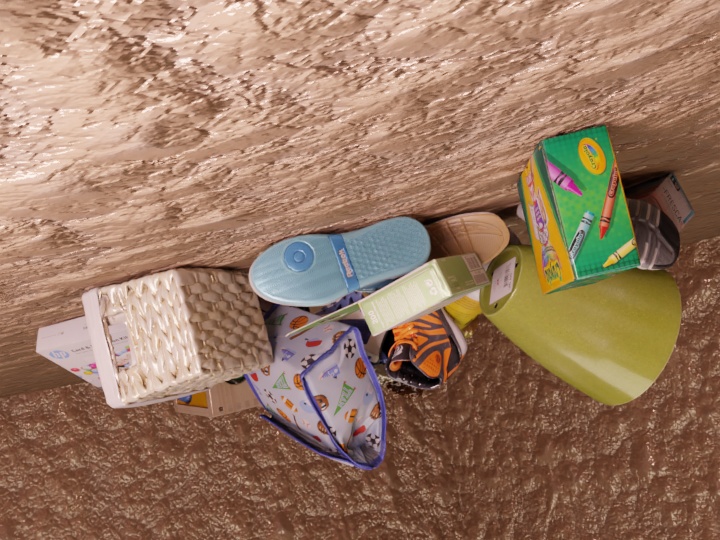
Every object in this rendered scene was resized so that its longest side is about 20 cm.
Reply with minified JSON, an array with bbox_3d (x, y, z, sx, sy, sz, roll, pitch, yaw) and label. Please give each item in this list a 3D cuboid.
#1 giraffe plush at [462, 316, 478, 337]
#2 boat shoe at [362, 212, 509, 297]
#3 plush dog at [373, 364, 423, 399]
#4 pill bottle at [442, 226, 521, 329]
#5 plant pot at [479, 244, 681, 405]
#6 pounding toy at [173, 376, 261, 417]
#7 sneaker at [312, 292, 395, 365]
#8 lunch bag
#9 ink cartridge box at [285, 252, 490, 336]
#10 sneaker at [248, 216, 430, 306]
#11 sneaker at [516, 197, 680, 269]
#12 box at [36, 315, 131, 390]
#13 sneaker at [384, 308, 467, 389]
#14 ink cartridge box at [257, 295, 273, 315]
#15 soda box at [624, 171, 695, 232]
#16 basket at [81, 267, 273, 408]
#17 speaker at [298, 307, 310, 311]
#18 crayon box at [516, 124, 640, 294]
[{"bbox_3d":[0.164,0.056,1.604,0.172,0.201,0.162,19,-141,31],"label":"giraffe plush"},{"bbox_3d":[0.088,-0.027,1.066,0.199,0.071,0.069,-21,-165,23],"label":"boat shoe"},{"bbox_3d":[0.041,0.101,1.335,0.199,0.172,0.161,25,148,7],"label":"plush dog"},{"bbox_3d":[0.137,0.016,1.212,0.104,0.105,0.200,-9,155,-35],"label":"pill bottle"},{"bbox_3d":[0.255,0.045,1.090,0.199,0.188,0.187,23,161,-18],"label":"plant pot"},{"bbox_3d":[-0.264,0.151,1.501,0.142,0.185,0.200,-9,-178,-36],"label":"pounding toy"},{"bbox_3d":[-0.011,0.099,1.237,0.199,0.116,0.080,-37,159,15],"label":"sneaker"},{"bbox_3d":[-0.060,0.163,1.153,0.124,0.201,0.170,-40,-145,-26],"label":"lunch bag"},{"bbox_3d":[0.033,0.043,0.990,0.199,0.048,0.145,-29,173,24],"label":"ink cartridge box"},{"bbox_3d":[-0.028,0.001,0.980,0.199,0.080,0.131,-11,172,-12],"label":"sneaker"},{"bbox_3d":[0.276,-0.054,1.053,0.199,0.075,0.115,19,174,-20],"label":"sneaker"},{"bbox_3d":[-0.332,0.121,1.251,0.155,0.041,0.200,-14,147,16],"label":"box"},{"bbox_3d":[0.060,0.069,1.151,0.077,0.200,0.112,-28,-166,45],"label":"sneaker"},{"bbox_3d":[-0.158,0.082,1.286,0.116,0.068,0.200,22,-171,24],"label":"ink cartridge box"},{"bbox_3d":[0.325,-0.059,1.144,0.068,0.064,0.200,-39,-168,-36],"label":"soda box"},{"bbox_3d":[-0.202,0.071,1.015,0.123,0.136,0.200,-19,172,17],"label":"basket"},{"bbox_3d":[-0.128,0.085,1.545,0.081,0.082,0.200,-12,175,-6],"label":"speaker"},{"bbox_3d":[0.193,-0.047,0.802,0.058,0.120,0.200,-13,174,3],"label":"crayon box"}]
